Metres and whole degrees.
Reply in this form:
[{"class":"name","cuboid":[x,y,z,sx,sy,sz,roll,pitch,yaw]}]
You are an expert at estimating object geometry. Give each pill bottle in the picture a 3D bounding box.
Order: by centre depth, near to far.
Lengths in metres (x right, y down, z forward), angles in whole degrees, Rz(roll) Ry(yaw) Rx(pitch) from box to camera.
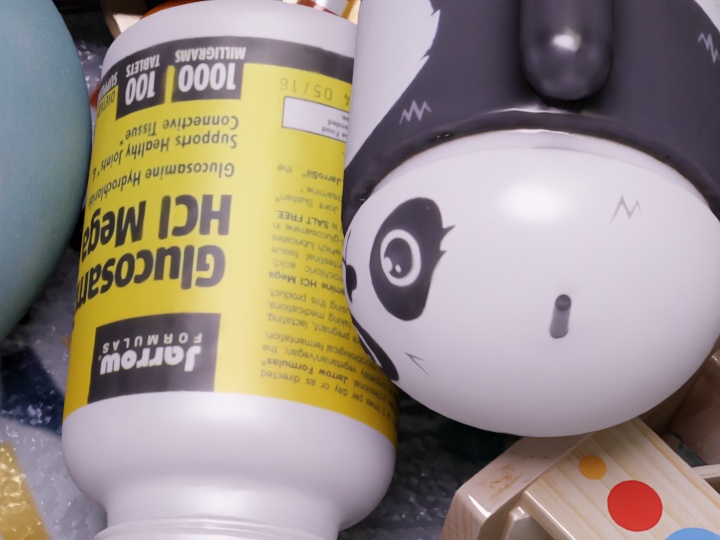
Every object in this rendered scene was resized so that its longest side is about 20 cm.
[{"class":"pill bottle","cuboid":[-0.041,0.021,0.804,0.111,0.113,0.202,6,69,-6]}]

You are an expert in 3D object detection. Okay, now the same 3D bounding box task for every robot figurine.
[{"class":"robot figurine","cuboid":[0.054,-0.046,0.747,0.124,0.150,0.201,-18,50,31]}]

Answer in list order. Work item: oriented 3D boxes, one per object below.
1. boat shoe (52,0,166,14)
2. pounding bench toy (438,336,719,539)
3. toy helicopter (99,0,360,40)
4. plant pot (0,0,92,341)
[{"class":"boat shoe","cuboid":[-0.169,-0.109,0.941,0.199,0.072,0.065,-16,93,-17]},{"class":"pounding bench toy","cuboid":[0.091,0.141,0.777,0.199,0.125,0.156,-35,68,-28]},{"class":"toy helicopter","cuboid":[-0.003,-0.124,0.925,0.198,0.079,0.133,-4,87,-1]},{"class":"plant pot","cuboid":[-0.171,-0.048,0.843,0.200,0.201,0.135,39,23,17]}]
